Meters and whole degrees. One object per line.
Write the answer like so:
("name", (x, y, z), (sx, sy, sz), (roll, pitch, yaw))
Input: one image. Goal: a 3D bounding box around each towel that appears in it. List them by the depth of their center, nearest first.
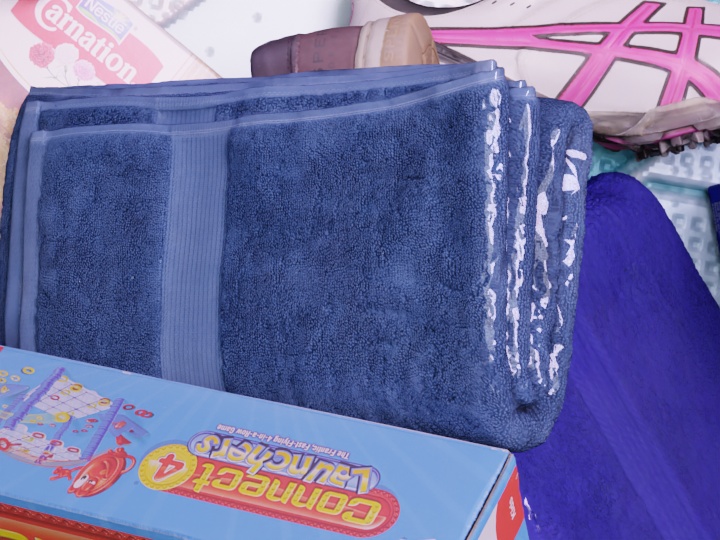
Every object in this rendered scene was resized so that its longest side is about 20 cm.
("towel", (-0.029, -0.003, 0.681), (0.199, 0.048, 0.113), (1, 85, 34))
("towel", (0.078, 0.060, 0.773), (0.049, 0.200, 0.148), (-26, 97, 33))

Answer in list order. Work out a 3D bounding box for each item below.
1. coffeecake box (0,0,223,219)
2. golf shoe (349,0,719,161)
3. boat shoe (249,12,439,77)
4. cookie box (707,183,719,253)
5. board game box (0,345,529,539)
("coffeecake box", (-0.144, -0.014, 0.785), (0.153, 0.073, 0.200), (38, 83, -5))
("golf shoe", (0.092, -0.084, 0.823), (0.198, 0.073, 0.093), (-9, 88, -9))
("boat shoe", (0.000, 0.000, 0.778), (0.064, 0.072, 0.201), (4, 132, 12))
("cookie box", (0.231, -0.020, 0.777), (0.170, 0.200, 0.076), (-13, 90, -9))
("board game box", (-0.038, 0.124, 0.703), (0.199, 0.197, 0.056), (9, 45, 26))
